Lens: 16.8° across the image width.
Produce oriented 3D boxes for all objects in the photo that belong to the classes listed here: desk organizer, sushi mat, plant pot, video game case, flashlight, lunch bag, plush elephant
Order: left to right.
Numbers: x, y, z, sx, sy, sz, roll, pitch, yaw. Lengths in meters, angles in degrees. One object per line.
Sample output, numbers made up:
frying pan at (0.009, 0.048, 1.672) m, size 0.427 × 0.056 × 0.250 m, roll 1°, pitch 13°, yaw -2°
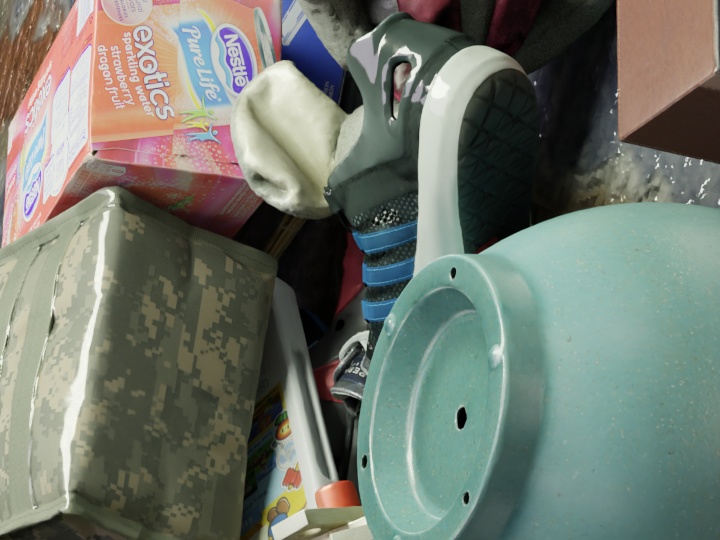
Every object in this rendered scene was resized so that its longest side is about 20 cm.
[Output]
lunch bag at (-0.144, 0.073, 1.163) m, size 0.200 × 0.117 × 0.165 m, roll -24°, pitch 51°, yaw 48°
video game case at (-0.089, 0.126, 1.174) m, size 0.200 × 0.023 × 0.183 m, roll -42°, pitch 39°, yaw 24°
sushi mat at (-0.075, 0.034, 1.289) m, size 0.200 × 0.012 × 0.096 m, roll -56°, pitch 1°, yaw 18°
flashlight at (0.000, 0.000, 1.211) m, size 0.068 × 0.067 × 0.201 m, roll 167°, pitch 112°, yaw -66°
plush elephant at (0.033, -0.085, 1.075) m, size 0.200 × 0.164 × 0.156 m, roll -26°, pitch 63°, yaw 61°
plant pot at (0.081, 0.063, 0.930) m, size 0.200 × 0.133 × 0.201 m, roll -37°, pitch 47°, yaw 55°
desk organizer at (0.147, -0.147, 0.956) m, size 0.077 × 0.071 × 0.201 m, roll 144°, pitch 132°, yaw -59°

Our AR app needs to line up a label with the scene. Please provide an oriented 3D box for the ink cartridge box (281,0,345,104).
ink cartridge box at (-0.036, -0.101, 1.284) m, size 0.200 × 0.044 × 0.095 m, roll -145°, pitch 67°, yaw -84°

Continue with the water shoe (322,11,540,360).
water shoe at (0.026, -0.019, 1.011) m, size 0.079 × 0.071 × 0.201 m, roll 36°, pitch 136°, yaw 30°

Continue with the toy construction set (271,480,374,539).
toy construction set at (0.019, 0.185, 0.999) m, size 0.092 × 0.130 × 0.201 m, roll -20°, pitch 77°, yaw 60°

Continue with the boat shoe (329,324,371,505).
boat shoe at (0.020, 0.054, 1.143) m, size 0.072 × 0.067 × 0.201 m, roll 1°, pitch 81°, yaw 65°

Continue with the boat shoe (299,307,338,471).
boat shoe at (-0.043, 0.089, 1.262) m, size 0.084 × 0.068 × 0.201 m, roll -61°, pitch 30°, yaw 34°

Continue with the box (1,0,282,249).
box at (-0.112, -0.057, 1.198) m, size 0.200 × 0.094 × 0.103 m, roll 134°, pitch 141°, yaw -61°
